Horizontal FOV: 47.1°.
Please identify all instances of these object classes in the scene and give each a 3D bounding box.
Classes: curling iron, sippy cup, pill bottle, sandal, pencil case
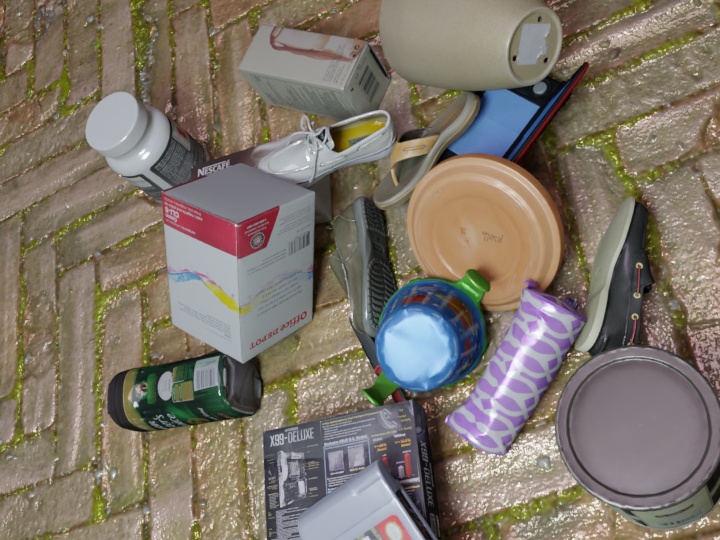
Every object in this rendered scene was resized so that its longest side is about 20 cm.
[{"bbox_3d":[0.024,0.138,1.059,0.049,0.026,0.201,-29,59,9],"label":"curling iron"},{"bbox_3d":[0.076,0.082,0.968,0.138,0.130,0.180,7,97,14],"label":"sippy cup"},{"bbox_3d":[-0.313,-0.178,1.252,0.115,0.200,0.117,-9,65,21],"label":"pill bottle"},{"bbox_3d":[0.080,-0.170,1.112,0.200,0.054,0.080,-49,27,8],"label":"sandal"},{"bbox_3d":[0.176,0.111,0.943,0.085,0.084,0.201,33,98,34],"label":"pencil case"}]

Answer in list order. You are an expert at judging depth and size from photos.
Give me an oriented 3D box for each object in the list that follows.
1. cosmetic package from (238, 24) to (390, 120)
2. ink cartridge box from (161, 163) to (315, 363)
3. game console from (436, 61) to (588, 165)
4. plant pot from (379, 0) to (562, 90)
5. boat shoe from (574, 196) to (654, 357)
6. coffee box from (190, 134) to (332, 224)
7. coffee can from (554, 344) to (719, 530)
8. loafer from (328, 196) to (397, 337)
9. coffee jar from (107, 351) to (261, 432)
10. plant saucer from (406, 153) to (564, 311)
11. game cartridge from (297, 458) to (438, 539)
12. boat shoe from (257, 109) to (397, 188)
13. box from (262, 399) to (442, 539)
[{"bbox_3d":[-0.069,-0.294,1.238,0.199,0.103,0.088,18,76,29],"label":"cosmetic package"},{"bbox_3d":[-0.157,-0.013,1.087,0.144,0.145,0.202,22,123,32],"label":"ink cartridge box"},{"bbox_3d":[0.179,-0.193,1.064,0.172,0.119,0.200,37,88,32],"label":"game console"},{"bbox_3d":[0.154,-0.307,1.055,0.188,0.187,0.200,-51,42,-1],"label":"plant pot"},{"bbox_3d":[0.303,0.010,0.955,0.063,0.074,0.203,20,69,0],"label":"boat shoe"},{"bbox_3d":[-0.148,-0.115,1.215,0.198,0.080,0.114,-13,65,20],"label":"coffee box"},{"bbox_3d":[0.283,0.171,0.814,0.145,0.200,0.148,-9,66,22],"label":"coffee can"},{"bbox_3d":[0.000,0.000,1.109,0.069,0.075,0.202,-22,56,30],"label":"loafer"},{"bbox_3d":[-0.244,0.169,1.132,0.198,0.104,0.086,-12,68,22],"label":"coffee jar"},{"bbox_3d":[0.144,-0.040,0.991,0.199,0.202,0.032,9,31,29],"label":"plant saucer"},{"bbox_3d":[0.026,0.316,0.863,0.133,0.041,0.201,-39,79,20],"label":"game cartridge"},{"bbox_3d":[-0.048,-0.169,1.107,0.200,0.086,0.075,-16,65,-1],"label":"boat shoe"},{"bbox_3d":[-0.015,0.248,0.948,0.198,0.050,0.159,-16,62,18],"label":"box"}]
